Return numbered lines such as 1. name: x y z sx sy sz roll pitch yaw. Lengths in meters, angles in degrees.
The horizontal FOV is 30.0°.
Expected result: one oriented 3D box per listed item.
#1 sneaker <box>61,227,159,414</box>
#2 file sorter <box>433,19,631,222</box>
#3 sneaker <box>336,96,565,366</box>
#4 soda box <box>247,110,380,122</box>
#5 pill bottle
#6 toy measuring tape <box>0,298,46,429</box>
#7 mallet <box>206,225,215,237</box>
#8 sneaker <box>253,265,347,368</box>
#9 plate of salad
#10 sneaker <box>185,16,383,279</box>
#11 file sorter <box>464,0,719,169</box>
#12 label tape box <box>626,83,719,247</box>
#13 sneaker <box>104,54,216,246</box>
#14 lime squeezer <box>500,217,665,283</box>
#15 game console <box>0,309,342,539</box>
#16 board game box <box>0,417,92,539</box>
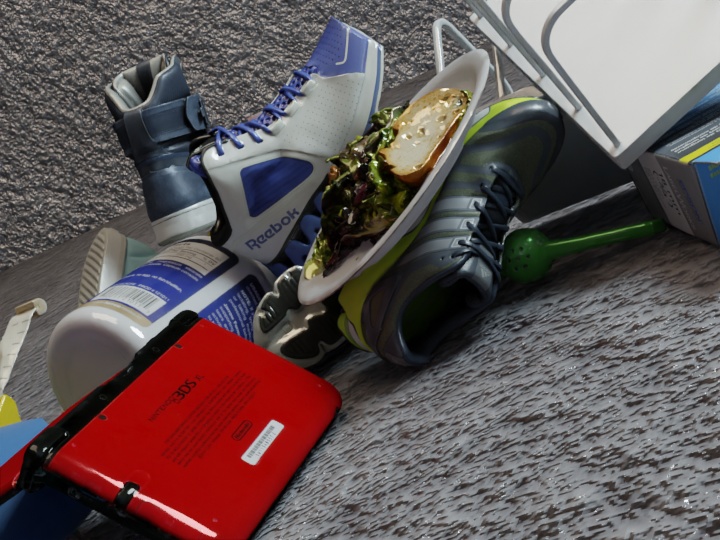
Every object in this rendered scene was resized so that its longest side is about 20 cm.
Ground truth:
1. sneaker: -0.187 0.059 1.084 0.074 0.081 0.202 -40 39 49
2. file sorter: 0.167 -0.147 0.977 0.199 0.139 0.126 -22 56 27
3. sneaker: 0.070 -0.019 0.849 0.201 0.074 0.081 -55 34 4
4. soda box: -0.007 -0.098 1.145 0.068 0.064 0.199 -21 -14 31
5. pill bottle: -0.132 0.043 1.016 0.115 0.117 0.200 -19 13 37
6. toy measuring tape: -0.245 0.117 0.961 0.073 0.074 0.201 -20 43 33
7. mallet: -0.185 0.044 1.175 0.201 0.041 0.066 -54 16 -12
8. sneaker: 0.000 0.000 0.981 0.199 0.081 0.083 -36 -8 -13
9. plate of salad: 0.012 -0.066 0.864 0.200 0.048 0.200 -51 15 19
10. sneaker: -0.063 -0.093 0.980 0.114 0.201 0.081 16 10 -19
11. file sorter: 0.136 -0.191 0.826 0.139 0.124 0.200 -43 42 7
12. label tape box: 0.248 -0.077 0.790 0.143 0.064 0.200 -28 11 1
13. sneaker: -0.139 -0.109 1.129 0.076 0.147 0.202 -23 3 17
14. lime squeezer: 0.108 -0.014 0.912 0.070 0.038 0.199 -33 11 -33
15. game console: -0.127 0.116 0.768 0.119 0.171 0.200 -67 -8 25
16. board game box: -0.239 0.168 0.830 0.157 0.039 0.200 -32 26 -21
